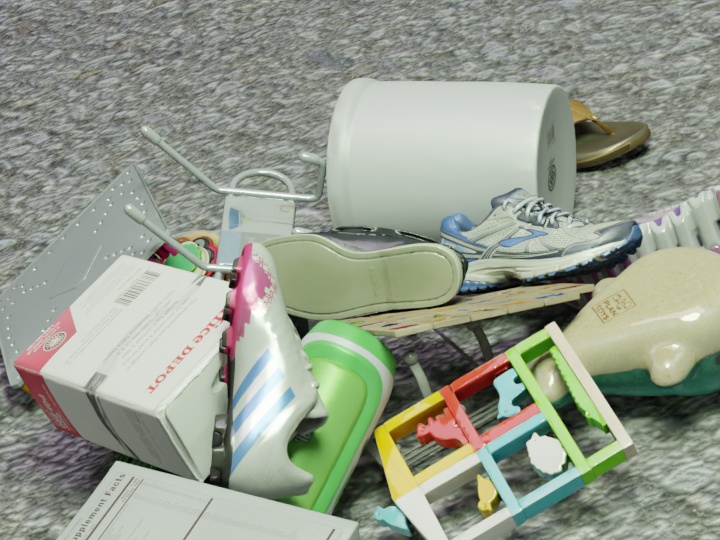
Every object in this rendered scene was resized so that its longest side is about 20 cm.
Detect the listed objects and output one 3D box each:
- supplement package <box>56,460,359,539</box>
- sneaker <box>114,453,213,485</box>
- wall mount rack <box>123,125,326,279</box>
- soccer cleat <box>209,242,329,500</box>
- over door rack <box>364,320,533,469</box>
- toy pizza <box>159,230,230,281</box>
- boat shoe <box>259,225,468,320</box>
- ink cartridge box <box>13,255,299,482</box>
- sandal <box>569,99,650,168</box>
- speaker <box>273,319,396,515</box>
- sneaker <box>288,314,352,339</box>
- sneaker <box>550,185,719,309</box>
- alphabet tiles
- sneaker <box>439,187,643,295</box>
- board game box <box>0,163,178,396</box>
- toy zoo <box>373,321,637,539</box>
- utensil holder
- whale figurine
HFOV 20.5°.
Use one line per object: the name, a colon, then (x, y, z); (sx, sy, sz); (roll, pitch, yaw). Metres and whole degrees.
supplement package: (-0.109, 0.231, 1.422); (0.198, 0.110, 0.114); (12, 37, 21)
sneaker: (-0.139, 0.119, 1.677); (0.084, 0.079, 0.200); (7, 37, 31)
wall mount rack: (-0.120, -0.057, 1.784); (0.172, 0.075, 0.201); (6, 39, -2)
soccer cleat: (-0.065, 0.078, 1.495); (0.085, 0.070, 0.202); (6, 68, -6)
over door rack: (0.031, 0.086, 1.677); (0.147, 0.067, 0.200); (-27, 33, -23)
toy pizza: (-0.189, 0.039, 1.802); (0.199, 0.032, 0.201); (-22, 42, 21)
boat shoe: (0.000, -0.002, 1.693); (0.197, 0.075, 0.066); (-5, 9, 23)
ink cartridge box: (-0.162, 0.076, 1.620); (0.199, 0.085, 0.146); (12, 50, 46)
sandal: (0.195, -0.147, 2.005); (0.199, 0.054, 0.080); (12, 39, 36)
speaker: (-0.045, 0.140, 1.540); (0.088, 0.089, 0.201); (10, 61, 34)
sneaker: (-0.082, 0.022, 1.840); (0.086, 0.075, 0.200); (-11, 28, -34)
sneaker: (0.266, -0.020, 1.757); (0.198, 0.081, 0.088); (-19, 3, 16)
alphabet tiles: (0.084, 0.031, 1.631); (0.198, 0.008, 0.167); (-11, 4, -22)
sneaker: (0.148, -0.032, 1.720); (0.198, 0.086, 0.077); (-10, -4, 31)
board game box: (-0.258, 0.007, 1.853); (0.200, 0.026, 0.200); (-44, 26, 4)
toy zoo: (0.097, 0.140, 1.533); (0.199, 0.021, 0.132); (-30, 53, 0)
utensil holder: (0.089, -0.093, 1.855); (0.198, 0.171, 0.170); (3, 34, 19)
whale figurine: (0.228, 0.065, 1.610); (0.199, 0.104, 0.159); (-26, 31, -4)
